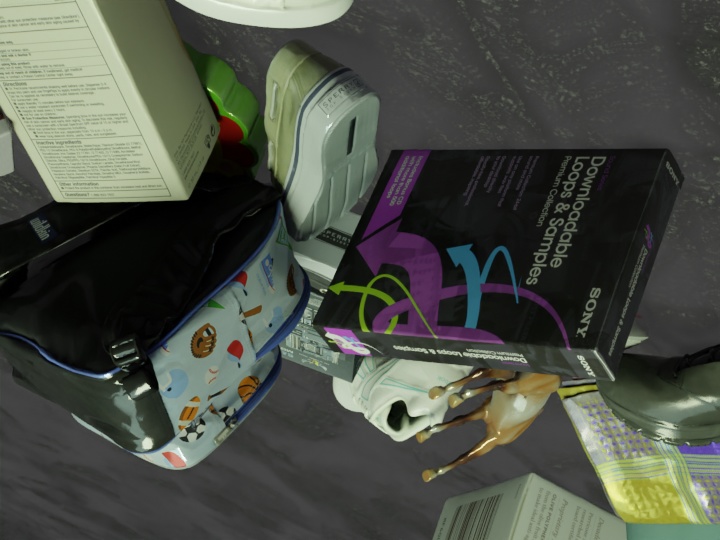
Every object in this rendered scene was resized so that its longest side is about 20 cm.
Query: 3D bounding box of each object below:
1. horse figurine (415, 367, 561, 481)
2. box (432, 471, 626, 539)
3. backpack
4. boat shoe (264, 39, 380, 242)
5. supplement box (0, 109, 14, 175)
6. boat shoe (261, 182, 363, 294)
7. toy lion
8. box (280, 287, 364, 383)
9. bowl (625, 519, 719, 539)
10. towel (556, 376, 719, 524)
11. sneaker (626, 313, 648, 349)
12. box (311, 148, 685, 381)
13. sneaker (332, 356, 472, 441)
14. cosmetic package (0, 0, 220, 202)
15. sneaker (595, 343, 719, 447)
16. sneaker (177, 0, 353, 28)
[{"bbox_3d":[0.112,0.099,1.044,0.050,0.132,0.200,57,156,30],"label":"horse figurine"},{"bbox_3d":[0.170,0.342,1.345,0.171,0.200,0.199,28,154,-13],"label":"box"},{"bbox_3d":[-0.128,0.023,0.858,0.200,0.191,0.154,22,148,37],"label":"backpack"},{"bbox_3d":[-0.029,-0.083,0.849,0.062,0.072,0.200,49,159,13],"label":"boat shoe"},{"bbox_3d":[-0.313,-0.134,0.820,0.200,0.109,0.061,58,159,11],"label":"supplement box"},{"bbox_3d":[0.000,0.000,0.974,0.200,0.070,0.066,22,163,5],"label":"boat shoe"},{"bbox_3d":[-0.169,-0.117,0.905,0.192,0.069,0.200,-15,136,44],"label":"toy lion"},{"bbox_3d":[-0.087,0.014,1.094,0.200,0.051,0.158,20,154,8],"label":"box"},{"bbox_3d":[0.310,0.232,1.117,0.201,0.105,0.201,19,154,10],"label":"bowl"},{"bbox_3d":[0.255,0.140,1.006,0.200,0.023,0.144,-8,112,47],"label":"towel"},{"bbox_3d":[0.113,0.008,0.900,0.200,0.105,0.075,4,158,-32],"label":"sneaker"},{"bbox_3d":[0.080,-0.010,0.789,0.200,0.143,0.036,4,148,36],"label":"box"},{"bbox_3d":[0.023,0.108,1.155,0.070,0.080,0.200,30,156,-18],"label":"sneaker"},{"bbox_3d":[-0.170,-0.136,0.786,0.105,0.071,0.200,2,138,19],"label":"cosmetic package"},{"bbox_3d":[0.260,0.076,0.888,0.200,0.076,0.091,10,123,23],"label":"sneaker"},{"bbox_3d":[-0.089,-0.191,0.661,0.200,0.073,0.085,23,148,-7],"label":"sneaker"}]
